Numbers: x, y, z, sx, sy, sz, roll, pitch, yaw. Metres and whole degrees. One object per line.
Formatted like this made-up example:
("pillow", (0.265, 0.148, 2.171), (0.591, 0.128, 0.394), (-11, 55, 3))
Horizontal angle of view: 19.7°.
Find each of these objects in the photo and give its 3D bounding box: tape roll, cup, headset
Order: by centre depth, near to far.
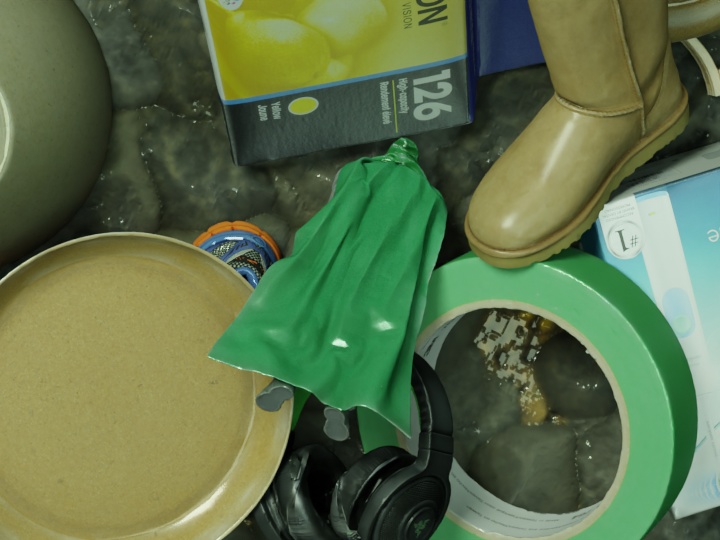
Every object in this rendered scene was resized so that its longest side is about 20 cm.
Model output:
("cup", (-0.241, -0.084, 1.156), (0.200, 0.143, 0.201), (-1, 100, -5))
("headset", (-0.016, 0.134, 1.184), (0.123, 0.094, 0.200), (-2, 78, 36))
("tape roll", (0.096, 0.084, 1.216), (0.200, 0.048, 0.201), (7, 105, 25))

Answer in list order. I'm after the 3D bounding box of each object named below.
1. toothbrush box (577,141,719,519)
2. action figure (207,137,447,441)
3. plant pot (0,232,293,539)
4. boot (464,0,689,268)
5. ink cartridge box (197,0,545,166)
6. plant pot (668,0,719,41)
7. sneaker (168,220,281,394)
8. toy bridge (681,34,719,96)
("toothbrush box", (0.223, 0.029, 1.252), (0.146, 0.085, 0.200), (-16, 102, -2))
("action figure", (0.000, 0.000, 1.176), (0.118, 0.055, 0.200), (25, 54, -3))
("plant pot", (-0.137, 0.074, 1.163), (0.200, 0.027, 0.200), (-3, 102, -16))
("boot", (0.107, -0.121, 1.135), (0.175, 0.066, 0.200), (-44, 142, -22))
("ink cartridge box", (0.013, -0.141, 1.154), (0.200, 0.198, 0.047), (-10, 59, -1))
("plant pot", (0.173, -0.233, 1.203), (0.200, 0.027, 0.200), (0, 98, -2))
("sneaker", (-0.113, 0.063, 1.226), (0.075, 0.078, 0.200), (26, 96, -9))
("toy bridge", (0.193, -0.201, 1.238), (0.067, 0.027, 0.200), (-14, 100, -2))
